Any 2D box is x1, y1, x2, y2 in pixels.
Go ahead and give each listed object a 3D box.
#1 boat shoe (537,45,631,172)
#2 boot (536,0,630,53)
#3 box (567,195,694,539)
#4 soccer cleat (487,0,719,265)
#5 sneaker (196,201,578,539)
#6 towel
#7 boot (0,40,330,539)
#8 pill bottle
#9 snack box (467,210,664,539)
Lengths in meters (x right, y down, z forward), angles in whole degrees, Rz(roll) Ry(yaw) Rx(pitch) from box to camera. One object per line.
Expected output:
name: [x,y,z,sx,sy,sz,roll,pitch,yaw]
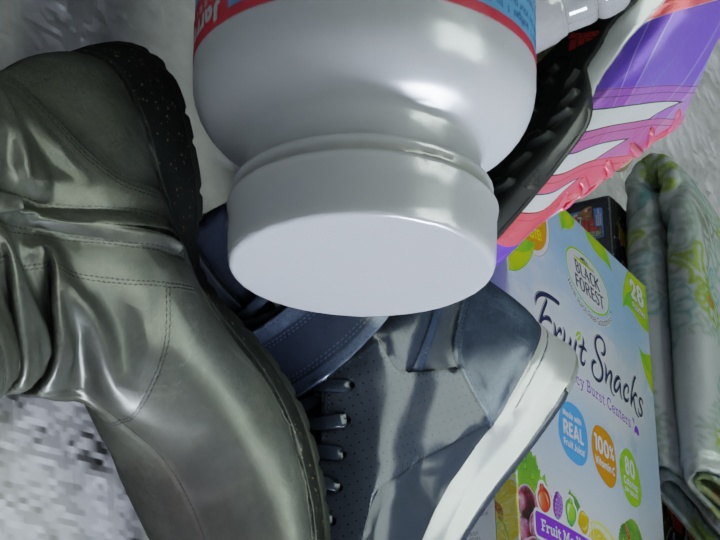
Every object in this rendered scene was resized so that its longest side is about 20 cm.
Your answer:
boat shoe: [0.067,-0.090,0.962,0.199,0.072,0.065,8,116,-50]
boot: [0.039,-0.167,0.892,0.074,0.095,0.201,78,-8,-65]
box: [0.142,0.080,1.135,0.137,0.037,0.201,36,47,-56]
soccer cleat: [0.096,-0.062,0.901,0.073,0.068,0.200,50,62,-28]
sneaker: [-0.027,0.057,0.745,0.146,0.077,0.203,44,59,-19]
towel: [0.188,0.063,1.122,0.171,0.048,0.201,51,31,-44]
boot: [-0.087,0.028,0.649,0.130,0.067,0.201,-21,91,-61]
pill bottle: [0.002,-0.093,0.697,0.109,0.108,0.201,37,48,-55]
snack box: [0.073,0.074,0.955,0.169,0.067,0.201,36,46,-55]
